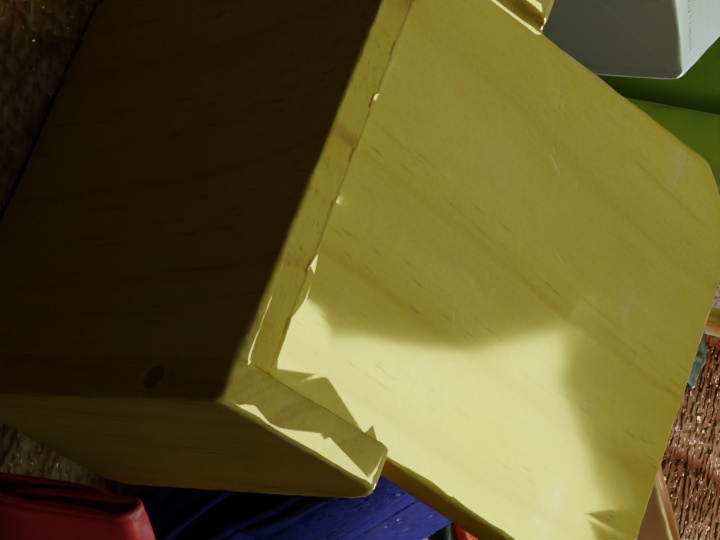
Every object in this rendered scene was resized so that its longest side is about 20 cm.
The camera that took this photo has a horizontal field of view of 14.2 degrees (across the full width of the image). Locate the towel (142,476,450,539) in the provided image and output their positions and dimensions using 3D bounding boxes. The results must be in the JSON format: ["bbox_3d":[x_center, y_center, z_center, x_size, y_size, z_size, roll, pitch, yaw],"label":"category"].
[{"bbox_3d":[-0.002,0.078,1.143,0.200,0.148,0.050,-3,63,-61],"label":"towel"}]

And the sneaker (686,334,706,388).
[{"bbox_3d":[0.060,-0.029,1.199,0.199,0.060,0.105,22,70,-22],"label":"sneaker"}]

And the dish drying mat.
[{"bbox_3d":[-0.085,0.159,1.050,0.018,0.077,0.200,-53,139,-45],"label":"dish drying mat"}]

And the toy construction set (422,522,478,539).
[{"bbox_3d":[0.067,0.153,1.306,0.131,0.092,0.200,60,31,-11],"label":"toy construction set"}]

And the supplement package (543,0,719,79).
[{"bbox_3d":[0.104,-0.213,1.241,0.200,0.147,0.192,-45,133,-47],"label":"supplement package"}]

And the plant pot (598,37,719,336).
[{"bbox_3d":[0.197,-0.075,1.396,0.182,0.200,0.199,-61,145,-22],"label":"plant pot"}]

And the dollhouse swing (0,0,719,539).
[{"bbox_3d":[0.000,0.000,1.029,0.176,0.181,0.200,42,58,-41],"label":"dollhouse swing"}]

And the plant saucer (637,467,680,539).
[{"bbox_3d":[0.132,0.109,1.395,0.200,0.032,0.201,-16,90,-84],"label":"plant saucer"}]
